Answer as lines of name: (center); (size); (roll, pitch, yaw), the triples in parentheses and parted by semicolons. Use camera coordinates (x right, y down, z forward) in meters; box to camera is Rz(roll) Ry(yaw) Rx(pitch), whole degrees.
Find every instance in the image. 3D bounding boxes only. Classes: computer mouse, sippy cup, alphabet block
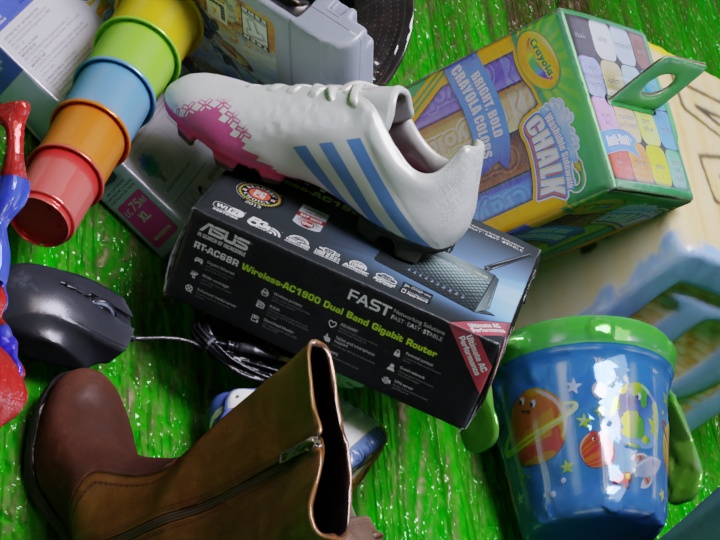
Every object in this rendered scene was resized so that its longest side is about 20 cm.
computer mouse: (-0.120, 0.030, 1.089); (0.198, 0.034, 0.059); (10, 36, -26)
sippy cup: (0.149, 0.117, 1.289); (0.176, 0.140, 0.131); (-2, 63, -4)
alphabet block: (0.209, -0.020, 1.421); (0.195, 0.195, 0.201); (21, 44, -38)

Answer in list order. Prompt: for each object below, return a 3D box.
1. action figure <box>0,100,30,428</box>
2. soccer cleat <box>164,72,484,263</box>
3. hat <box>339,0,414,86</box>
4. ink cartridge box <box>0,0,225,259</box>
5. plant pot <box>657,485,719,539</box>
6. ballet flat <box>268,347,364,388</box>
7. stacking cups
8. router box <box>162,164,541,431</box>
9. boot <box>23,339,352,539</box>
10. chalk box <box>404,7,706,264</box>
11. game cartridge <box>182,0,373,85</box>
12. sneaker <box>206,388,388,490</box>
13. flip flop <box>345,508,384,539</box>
action figure: (-0.200, 0.007, 1.010); (0.065, 0.051, 0.202); (47, 38, -74)
soccer cleat: (-0.018, -0.084, 1.130); (0.199, 0.087, 0.070); (27, 26, 10)
hat: (-0.061, -0.169, 1.330); (0.202, 0.199, 0.081); (61, -5, 15)
ink cartridge box: (-0.162, -0.113, 1.213); (0.200, 0.042, 0.120); (46, 36, -11)
plant pot: (0.242, 0.210, 1.234); (0.142, 0.200, 0.141); (56, 34, 7)
ballet flat: (0.001, 0.038, 1.238); (0.074, 0.074, 0.200); (53, 34, 4)
stacking cups: (-0.154, -0.091, 1.135); (0.060, 0.060, 0.201); (40, 45, -15)
router box: (0.000, 0.000, 1.157); (0.199, 0.063, 0.150); (24, 25, 3)
boot: (-0.089, 0.090, 0.963); (0.068, 0.200, 0.189); (25, 41, -31)
chalk box: (0.131, -0.085, 1.258); (0.124, 0.199, 0.125); (4, 68, -54)
game cartridge: (-0.077, -0.154, 1.212); (0.199, 0.134, 0.042); (34, 60, 19)
sneaker: (-0.066, 0.116, 1.098); (0.088, 0.076, 0.200); (41, 28, 11)
flip flop: (-0.011, 0.163, 1.034); (0.081, 0.057, 0.201); (-46, 131, -39)
